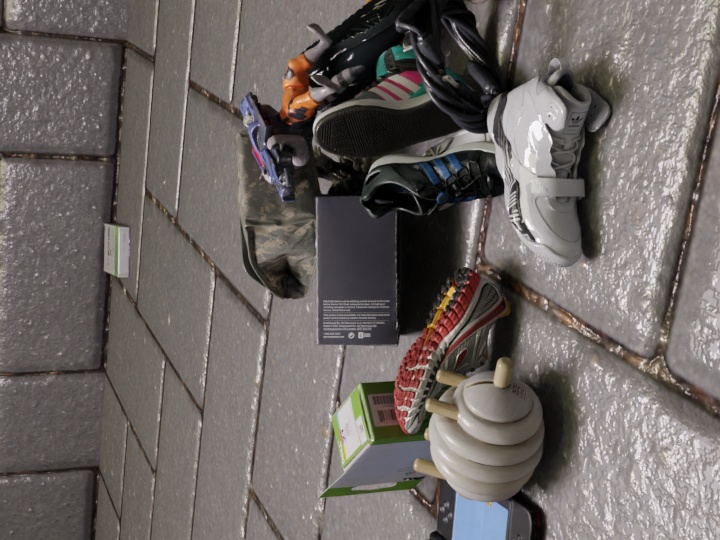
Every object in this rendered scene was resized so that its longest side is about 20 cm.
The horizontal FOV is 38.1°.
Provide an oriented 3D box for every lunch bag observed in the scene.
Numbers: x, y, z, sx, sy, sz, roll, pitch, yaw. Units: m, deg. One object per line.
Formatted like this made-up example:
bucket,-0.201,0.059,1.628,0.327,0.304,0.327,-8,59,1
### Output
lunch bag,-0.110,-0.073,1.433,0.201,0.116,0.165,88,176,-57

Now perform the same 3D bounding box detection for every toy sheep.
toy sheep,0.133,0.173,1.121,0.138,0.137,0.201,-118,25,-44

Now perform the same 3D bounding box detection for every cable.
cable,0.114,-0.236,1.149,0.051,0.200,0.164,-33,99,29

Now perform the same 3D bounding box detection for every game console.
game console,0.101,0.327,1.206,0.200,0.118,0.174,-157,69,-62

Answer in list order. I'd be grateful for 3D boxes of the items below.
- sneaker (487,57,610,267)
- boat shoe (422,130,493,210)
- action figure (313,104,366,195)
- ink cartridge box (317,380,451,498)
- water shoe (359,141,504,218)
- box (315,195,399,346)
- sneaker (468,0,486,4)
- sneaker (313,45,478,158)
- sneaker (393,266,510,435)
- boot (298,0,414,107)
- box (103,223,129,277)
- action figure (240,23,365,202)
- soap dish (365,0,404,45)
sneaker,0.197,-0.111,1.047,0.115,0.075,0.202,-40,60,53
boat shoe,0.105,-0.127,1.252,0.200,0.068,0.073,154,113,-63
action figure,-0.046,-0.158,1.539,0.119,0.101,0.202,-27,63,60
ink cartridge box,0.034,0.214,1.312,0.200,0.147,0.076,125,137,-51
water shoe,0.094,-0.092,1.182,0.199,0.072,0.079,-4,44,32
box,0.000,0.000,1.347,0.200,0.103,0.184,14,-103,-87
sneaker,0.123,-0.399,1.202,0.105,0.075,0.202,-43,56,50
sneaker,0.028,-0.205,1.225,0.121,0.198,0.084,-118,20,-46
sneaker,0.104,0.102,1.185,0.201,0.082,0.078,-60,16,8
boot,0.034,-0.248,1.327,0.199,0.168,0.077,-26,33,35
box,-0.708,-0.060,3.023,0.200,0.036,0.146,-166,77,-65
action figure,-0.071,-0.170,1.271,0.194,0.104,0.201,-59,40,39
soap dish,0.054,-0.409,1.345,0.158,0.081,0.201,-61,39,46
